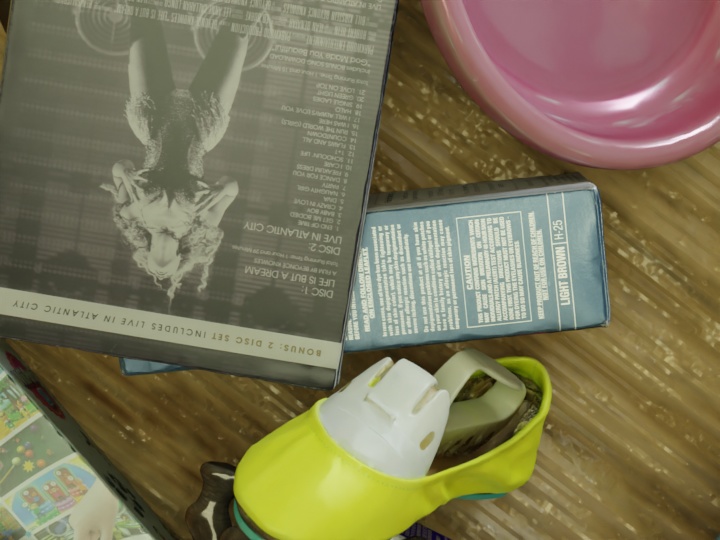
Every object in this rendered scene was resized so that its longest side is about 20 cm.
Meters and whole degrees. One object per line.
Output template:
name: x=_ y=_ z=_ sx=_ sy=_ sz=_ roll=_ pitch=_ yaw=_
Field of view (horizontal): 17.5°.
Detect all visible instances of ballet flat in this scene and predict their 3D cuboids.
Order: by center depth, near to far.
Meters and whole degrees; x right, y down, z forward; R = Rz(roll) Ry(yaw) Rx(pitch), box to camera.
ballet flat: x=0.020 y=0.064 z=0.937 sx=0.067 sy=0.200 sz=0.067 roll=39 pitch=112 yaw=23

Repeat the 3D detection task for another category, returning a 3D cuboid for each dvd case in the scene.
dvd case: x=-0.066 y=-0.062 z=0.910 sx=0.148 sy=0.016 sz=0.201 roll=9 pitch=100 yaw=0

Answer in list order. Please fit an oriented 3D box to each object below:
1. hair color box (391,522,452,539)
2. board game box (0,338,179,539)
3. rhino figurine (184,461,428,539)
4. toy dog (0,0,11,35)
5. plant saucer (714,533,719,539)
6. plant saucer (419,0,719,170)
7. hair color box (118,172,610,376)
hair color box: x=0.038 y=0.177 z=1.003 sx=0.199 sy=0.065 sz=0.110 roll=25 pitch=93 yaw=2
board game box: x=-0.186 y=0.107 z=1.007 sx=0.147 sy=0.064 sz=0.200 roll=-42 pitch=90 yaw=2
rhino figurine: x=0.014 y=0.153 z=0.942 sx=0.199 sy=0.060 sz=0.088 roll=22 pitch=96 yaw=-1
toy dog: x=-0.085 y=-0.171 z=0.960 sx=0.193 sy=0.140 sz=0.201 roll=12 pitch=93 yaw=8
plant saucer: x=0.194 y=0.173 z=0.978 sx=0.199 sy=0.027 sz=0.201 roll=-6 pitch=105 yaw=-24
plant saucer: x=0.099 y=-0.142 z=0.962 sx=0.200 sy=0.051 sz=0.201 roll=-2 pitch=93 yaw=-30
hair color box: x=0.000 y=0.000 z=0.979 sx=0.199 sy=0.100 sz=0.061 roll=-5 pitch=95 yaw=2
